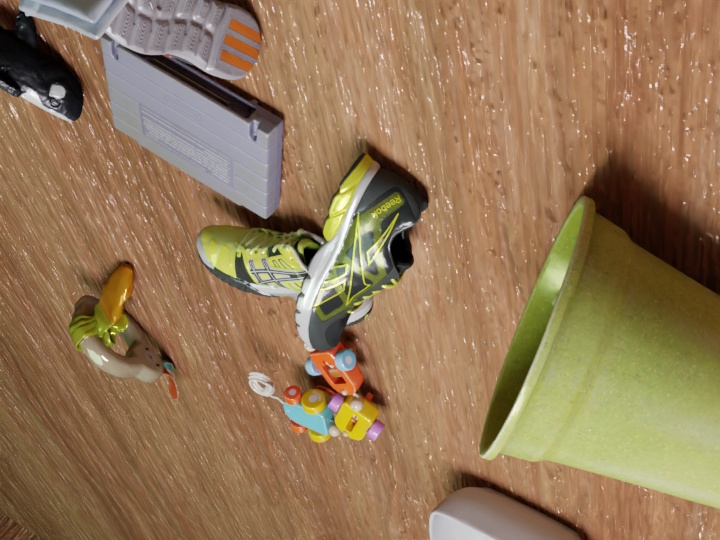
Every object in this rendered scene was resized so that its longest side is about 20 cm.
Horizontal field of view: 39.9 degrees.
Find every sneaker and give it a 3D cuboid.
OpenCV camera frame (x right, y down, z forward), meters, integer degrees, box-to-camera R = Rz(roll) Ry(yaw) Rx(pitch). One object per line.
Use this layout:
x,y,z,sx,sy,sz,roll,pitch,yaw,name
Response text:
-0.075,-0.015,1.002,0.197,0.076,0.077,18,137,15,sneaker
0.000,0.000,0.885,0.084,0.075,0.202,24,125,10,sneaker
-0.179,-0.207,0.788,0.111,0.079,0.199,20,177,36,sneaker

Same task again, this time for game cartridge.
-0.161,-0.142,0.959,0.198,0.039,0.130,31,152,14,game cartridge

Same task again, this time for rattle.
-0.296,0.085,1.395,0.199,0.144,0.130,37,-175,-26,rattle

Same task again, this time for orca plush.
-0.367,-0.244,1.045,0.199,0.072,0.105,39,-166,9,orca plush

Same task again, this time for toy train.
-0.041,0.133,1.163,0.151,0.056,0.199,51,144,-15,toy train

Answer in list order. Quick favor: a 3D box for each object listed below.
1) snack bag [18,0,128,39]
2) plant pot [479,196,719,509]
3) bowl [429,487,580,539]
-0.174,-0.247,0.668,0.198,0.190,0.021,24,166,39,snack bag
0.206,0.076,0.716,0.182,0.202,0.201,23,147,5,plant pot
0.181,0.337,1.161,0.198,0.075,0.202,21,144,26,bowl
